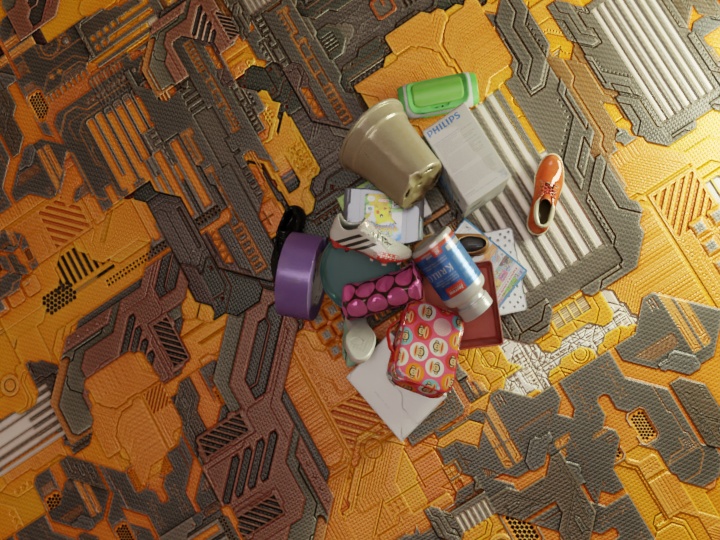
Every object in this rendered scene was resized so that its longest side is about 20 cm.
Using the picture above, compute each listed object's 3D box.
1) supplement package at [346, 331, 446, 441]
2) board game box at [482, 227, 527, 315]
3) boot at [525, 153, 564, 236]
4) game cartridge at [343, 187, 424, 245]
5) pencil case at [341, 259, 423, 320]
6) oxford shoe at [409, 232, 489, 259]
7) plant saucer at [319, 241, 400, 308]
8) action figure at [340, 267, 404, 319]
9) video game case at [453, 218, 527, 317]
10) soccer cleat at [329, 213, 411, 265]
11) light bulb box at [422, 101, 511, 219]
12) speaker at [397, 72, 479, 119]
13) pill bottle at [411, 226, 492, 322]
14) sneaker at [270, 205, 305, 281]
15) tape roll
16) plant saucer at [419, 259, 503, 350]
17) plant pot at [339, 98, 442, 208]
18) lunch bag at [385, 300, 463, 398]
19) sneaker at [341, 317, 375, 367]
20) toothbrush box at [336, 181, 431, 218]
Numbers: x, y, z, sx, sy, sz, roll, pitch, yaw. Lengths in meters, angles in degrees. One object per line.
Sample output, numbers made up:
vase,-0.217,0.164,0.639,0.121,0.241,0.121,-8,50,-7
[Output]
supplement package,0.090,0.275,1.672,0.156,0.111,0.201,-43,83,3
board game box,0.295,0.015,1.706,0.194,0.026,0.206,-11,85,6
boot,0.450,-0.188,1.660,0.073,0.107,0.206,12,87,9
game cartridge,0.054,-0.125,1.653,0.194,0.040,0.138,2,93,5
pencil case,0.049,0.047,1.596,0.195,0.091,0.096,-17,72,12
oxford shoe,0.211,-0.061,1.655,0.194,0.071,0.074,-9,87,8
plant saucer,0.000,0.000,1.646,0.194,0.027,0.206,2,107,5
action figure,0.037,0.051,1.705,0.195,0.069,0.133,-18,99,14
video game case,0.287,-0.007,1.686,0.199,0.018,0.144,40,91,7
soccer cleat,0.025,-0.073,1.571,0.195,0.069,0.087,16,122,7
light bulb box,0.245,-0.254,1.641,0.123,0.198,0.203,-32,83,1
speaker,0.191,-0.432,1.715,0.194,0.088,0.091,-10,86,6
pill bottle,0.214,0.012,1.583,0.111,0.112,0.202,-37,94,3
sneaker,-0.190,-0.067,1.737,0.074,0.091,0.206,8,89,6
tape roll,-0.138,0.014,1.669,0.082,0.200,0.206,9,88,8
plant saucer,0.236,0.087,1.668,0.194,0.037,0.206,-8,95,16
plant pot,0.081,-0.250,1.578,0.200,0.200,0.184,-44,71,2
lunch bag,0.139,0.176,1.587,0.172,0.082,0.205,19,66,-6
sneaker,-0.006,0.190,1.620,0.071,0.201,0.121,2,114,-5
toothbrush box,0.061,-0.155,1.713,0.197,0.086,0.148,-29,85,5
